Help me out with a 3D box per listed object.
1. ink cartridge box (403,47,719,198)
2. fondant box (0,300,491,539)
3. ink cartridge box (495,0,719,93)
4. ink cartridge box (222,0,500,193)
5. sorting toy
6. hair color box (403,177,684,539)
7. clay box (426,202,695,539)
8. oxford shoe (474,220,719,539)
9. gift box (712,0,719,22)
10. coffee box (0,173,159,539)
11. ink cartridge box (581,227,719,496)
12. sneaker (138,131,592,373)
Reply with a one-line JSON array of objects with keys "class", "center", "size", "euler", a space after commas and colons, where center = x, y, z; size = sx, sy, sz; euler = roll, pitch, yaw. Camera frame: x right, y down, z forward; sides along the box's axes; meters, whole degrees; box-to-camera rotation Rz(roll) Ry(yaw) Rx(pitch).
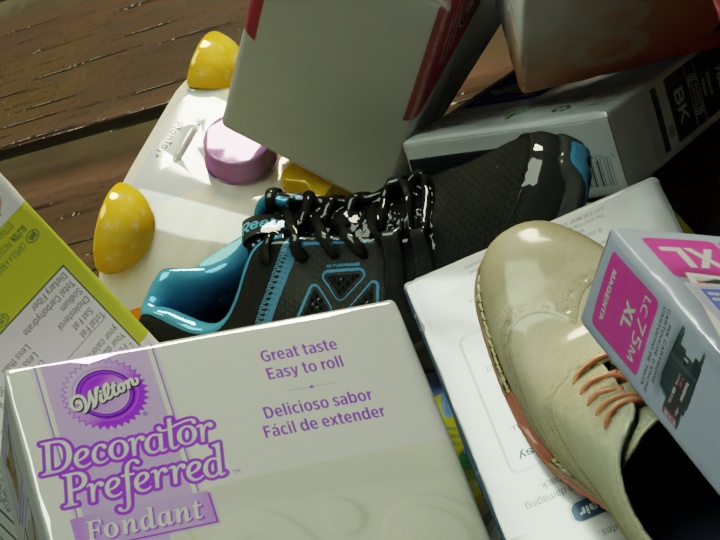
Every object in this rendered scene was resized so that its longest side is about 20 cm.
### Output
[{"class": "ink cartridge box", "center": [0.110, -0.077, 1.065], "size": [0.099, 0.039, 0.200], "euler": [-7, 19, 37]}, {"class": "fondant box", "center": [-0.029, 0.114, 0.839], "size": [0.144, 0.058, 0.200], "euler": [-10, 52, -16]}, {"class": "ink cartridge box", "center": [0.133, -0.142, 0.920], "size": [0.162, 0.200, 0.050], "euler": [-13, 70, -3]}, {"class": "ink cartridge box", "center": [0.032, -0.151, 1.064], "size": [0.083, 0.145, 0.200], "euler": [27, 57, 7]}, {"class": "sorting toy", "center": [-0.004, -0.021, 1.114], "size": [0.180, 0.107, 0.200], "euler": [9, 52, 24]}, {"class": "hair color box", "center": [0.095, 0.075, 0.849], "size": [0.100, 0.061, 0.200], "euler": [-23, 53, 4]}, {"class": "clay box", "center": [0.047, 0.066, 0.963], "size": [0.115, 0.048, 0.200], "euler": [-1, 54, 49]}, {"class": "oxford shoe", "center": [0.094, 0.046, 0.785], "size": [0.071, 0.074, 0.200], "euler": [-34, 54, -5]}, {"class": "gift box", "center": [0.233, -0.074, 0.866], "size": [0.200, 0.187, 0.185], "euler": [-42, 30, 30]}, {"class": "coffee box", "center": [-0.179, 0.096, 0.983], "size": [0.200, 0.198, 0.200], "euler": [-49, 19, -19]}, {"class": "ink cartridge box", "center": [0.154, 0.050, 0.704], "size": [0.200, 0.119, 0.042], "euler": [-120, 40, -57]}, {"class": "sneaker", "center": [0.000, 0.000, 0.965], "size": [0.200, 0.082, 0.073], "euler": [-33, 28, 30]}]
